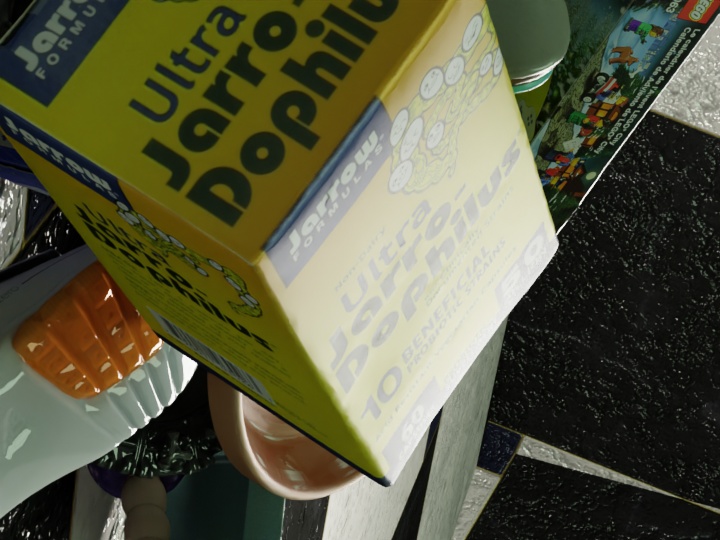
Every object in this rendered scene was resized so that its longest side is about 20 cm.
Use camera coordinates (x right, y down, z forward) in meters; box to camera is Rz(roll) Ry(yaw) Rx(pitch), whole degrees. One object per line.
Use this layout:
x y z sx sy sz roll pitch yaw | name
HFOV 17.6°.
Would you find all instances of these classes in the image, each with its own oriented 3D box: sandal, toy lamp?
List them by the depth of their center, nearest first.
-0.131 0.040 0.813 0.206 0.059 0.080 -37 137 -42 | sandal
-0.091 0.155 1.020 0.058 0.058 0.201 97 -15 -45 | toy lamp

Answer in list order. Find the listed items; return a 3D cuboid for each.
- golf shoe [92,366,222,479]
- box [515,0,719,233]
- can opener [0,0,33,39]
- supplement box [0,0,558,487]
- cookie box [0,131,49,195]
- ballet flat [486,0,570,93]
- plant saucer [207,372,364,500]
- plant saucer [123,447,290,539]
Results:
-0.086 0.041 1.055 0.199 0.094 0.078 -16 109 -51 | golf shoe
0.056 -0.125 0.865 0.137 0.037 0.201 -55 -141 37 | box
-0.118 -0.024 0.721 0.053 0.066 0.201 60 45 -78 | can opener
-0.020 -0.031 0.729 0.109 0.109 0.200 -54 157 -12 | supplement box
-0.069 -0.119 0.867 0.171 0.075 0.201 26 79 -82 | cookie box
0.021 -0.133 0.801 0.200 0.067 0.064 -114 -159 -53 | ballet flat
0.000 0.000 0.989 0.200 0.032 0.201 -38 142 -38 | plant saucer
-0.078 0.117 1.103 0.200 0.019 0.070 168 -71 -67 | plant saucer
